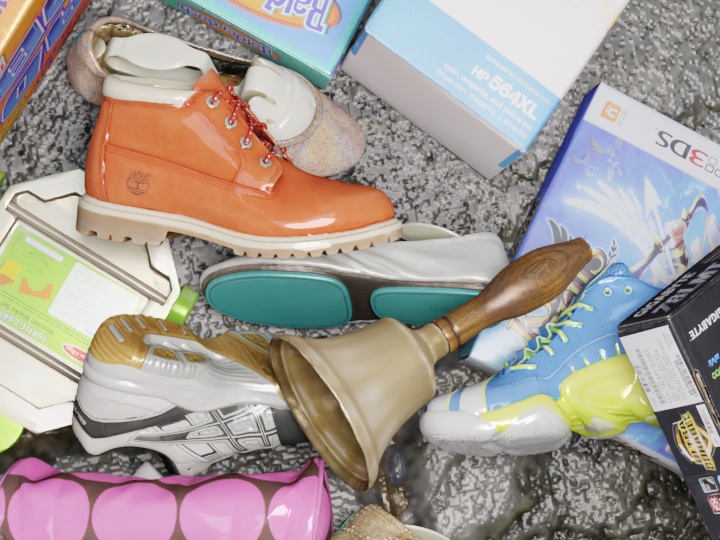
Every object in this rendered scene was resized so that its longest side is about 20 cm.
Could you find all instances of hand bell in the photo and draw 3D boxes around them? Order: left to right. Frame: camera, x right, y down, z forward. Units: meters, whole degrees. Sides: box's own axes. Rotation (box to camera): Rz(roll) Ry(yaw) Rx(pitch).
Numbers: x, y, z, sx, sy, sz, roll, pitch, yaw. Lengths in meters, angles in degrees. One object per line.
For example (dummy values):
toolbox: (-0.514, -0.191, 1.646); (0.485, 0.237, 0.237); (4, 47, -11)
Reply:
hand bell: (0.056, 0.035, 1.206); (0.199, 0.104, 0.105); (-31, 88, -17)

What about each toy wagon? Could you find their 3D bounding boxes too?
toy wagon: (-0.202, 0.038, 1.272); (0.154, 0.040, 0.201); (31, 82, -2)

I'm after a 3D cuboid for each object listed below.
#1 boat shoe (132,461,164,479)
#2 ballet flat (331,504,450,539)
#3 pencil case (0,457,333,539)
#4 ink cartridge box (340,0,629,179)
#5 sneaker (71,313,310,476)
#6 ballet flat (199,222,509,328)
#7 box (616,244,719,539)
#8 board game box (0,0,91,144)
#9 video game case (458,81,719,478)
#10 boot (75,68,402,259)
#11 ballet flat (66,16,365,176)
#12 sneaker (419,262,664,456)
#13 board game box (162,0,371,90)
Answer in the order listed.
boat shoe: (-0.065, 0.189, 1.260); (0.199, 0.072, 0.066); (31, 86, 6)
ballet flat: (0.068, 0.208, 1.272); (0.199, 0.070, 0.066); (35, 52, -14)
pencil case: (-0.115, 0.148, 1.193); (0.198, 0.094, 0.092); (2, 118, 3)
ink cartridge box: (0.099, -0.181, 1.283); (0.125, 0.129, 0.201); (36, 82, -2)
sneaker: (-0.087, 0.086, 1.257); (0.198, 0.076, 0.088); (14, 112, -29)
ballet flat: (0.000, 0.000, 1.286); (0.198, 0.069, 0.070); (2, 84, 7)
box: (0.262, 0.077, 1.237); (0.200, 0.049, 0.200); (-34, 103, -40)
board game box: (-0.256, -0.217, 1.209); (0.199, 0.200, 0.201); (31, 82, -2)
video game case: (0.187, 0.009, 1.317); (0.180, 0.045, 0.201); (27, 82, -2)
boot: (-0.069, -0.064, 1.225); (0.198, 0.075, 0.108); (8, 97, 3)
ballet flat: (-0.089, -0.110, 1.280); (0.198, 0.067, 0.069); (14, 64, -6)
sneaker: (0.128, 0.054, 1.255); (0.198, 0.076, 0.106); (-5, 76, -12)
board game box: (-0.041, -0.241, 1.315); (0.151, 0.045, 0.201); (29, 81, -4)
